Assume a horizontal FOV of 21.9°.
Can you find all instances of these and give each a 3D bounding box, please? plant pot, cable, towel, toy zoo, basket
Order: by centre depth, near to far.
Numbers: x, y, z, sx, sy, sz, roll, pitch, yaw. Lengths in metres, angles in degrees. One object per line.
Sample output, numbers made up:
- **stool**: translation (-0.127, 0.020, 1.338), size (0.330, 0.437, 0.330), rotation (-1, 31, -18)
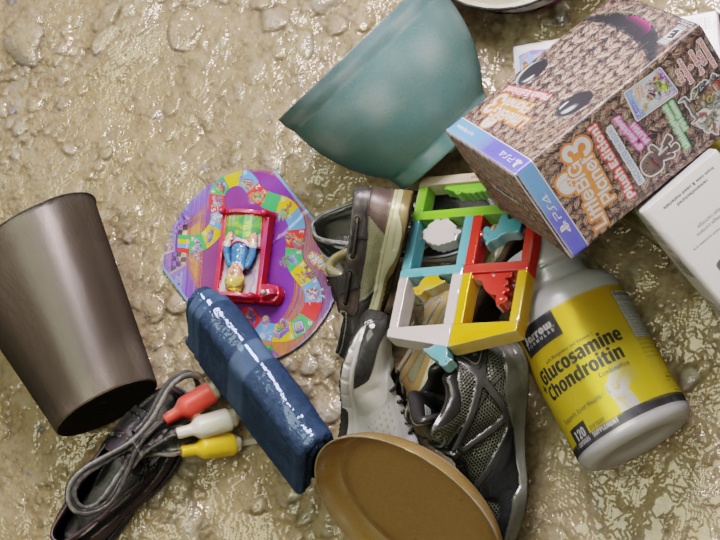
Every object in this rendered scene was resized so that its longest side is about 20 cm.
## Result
- **toy zoo**: translation (0.097, 0.001, 1.677), size (0.131, 0.020, 0.201), rotation (-4, 59, 29)
- **plant pot**: translation (0.048, 0.218, 1.691), size (0.200, 0.200, 0.027), rotation (23, 51, 24)
- **plant pot**: translation (0.039, -0.163, 1.760), size (0.200, 0.200, 0.134), rotation (-42, 95, 9)
- **towel**: translation (-0.095, 0.109, 1.763), size (0.048, 0.112, 0.200), rotation (-30, 67, -20)
- **cable**: translation (-0.202, 0.164, 1.808), size (0.200, 0.050, 0.097), rotation (-24, 93, -22)
- **basket**: translation (-0.297, 0.053, 1.871), size (0.180, 0.136, 0.200), rotation (-37, 73, 25)

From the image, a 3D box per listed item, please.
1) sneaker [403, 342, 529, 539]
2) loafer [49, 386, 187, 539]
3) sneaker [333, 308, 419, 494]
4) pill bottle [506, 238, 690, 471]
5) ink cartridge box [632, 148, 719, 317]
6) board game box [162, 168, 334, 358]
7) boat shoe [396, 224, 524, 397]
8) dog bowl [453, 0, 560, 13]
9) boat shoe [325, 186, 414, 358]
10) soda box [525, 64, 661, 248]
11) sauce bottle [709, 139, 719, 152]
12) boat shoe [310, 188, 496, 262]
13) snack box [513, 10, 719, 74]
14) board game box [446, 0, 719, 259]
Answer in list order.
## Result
- **sneaker**: translation (0.093, 0.164, 1.682), size (0.114, 0.076, 0.200), rotation (-8, 109, -19)
- **loafer**: translation (-0.238, 0.202, 1.854), size (0.072, 0.063, 0.200), rotation (37, 95, 22)
- **sneaker**: translation (0.022, 0.125, 1.734), size (0.080, 0.074, 0.201), rotation (10, 122, 13)
- **pill bottle**: translation (0.205, 0.071, 1.677), size (0.112, 0.112, 0.200), rotation (-32, 70, 13)
- **ink cartridge box**: translation (0.327, -0.004, 1.590), size (0.084, 0.146, 0.200), rotation (-40, 92, 5)
- **board game box**: translation (-0.115, -0.010, 1.857), size (0.158, 0.039, 0.200), rotation (-42, 69, 10)
- **boat shoe**: translation (0.084, 0.036, 1.753), size (0.076, 0.072, 0.200), rotation (28, 92, 25)
- **dog bowl**: translation (0.150, -0.338, 1.797), size (0.199, 0.074, 0.201), rotation (-4, 79, 20)
- **boat shoe**: translation (0.000, 0.000, 1.748), size (0.066, 0.072, 0.201), rotation (18, 129, 2)
- **soda box**: translation (0.218, -0.104, 1.715), size (0.200, 0.064, 0.068), rotation (37, 95, 15)
- **sauce bottle**: translation (0.338, -0.092, 1.680), size (0.200, 0.065, 0.065), rotation (40, 96, 16)
- **boat shoe**: translation (0.047, -0.042, 1.781), size (0.199, 0.071, 0.072), rotation (-14, 74, 15)
- **snack box**: translation (0.245, -0.193, 1.758), size (0.199, 0.024, 0.072), rotation (-8, 79, 20)
- **board game box**: translation (0.201, -0.128, 1.591), size (0.200, 0.097, 0.159), rotation (-39, 25, -4)
